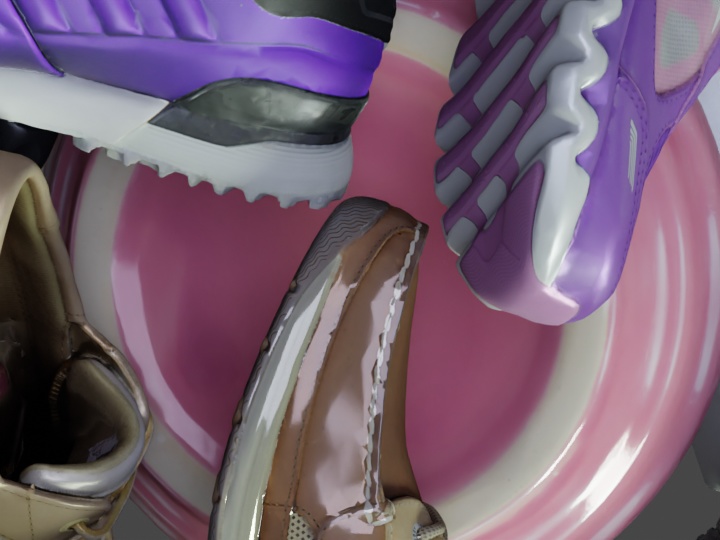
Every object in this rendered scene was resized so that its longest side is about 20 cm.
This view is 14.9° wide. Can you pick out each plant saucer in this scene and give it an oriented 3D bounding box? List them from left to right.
[{"bbox_3d":[0.000,0.000,0.746,0.199,0.051,0.202,3,99,16],"label":"plant saucer"}]

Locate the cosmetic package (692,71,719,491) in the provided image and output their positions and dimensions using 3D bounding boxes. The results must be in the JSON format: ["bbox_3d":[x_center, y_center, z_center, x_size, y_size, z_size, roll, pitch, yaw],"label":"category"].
[{"bbox_3d":[0.127,-0.045,0.787,0.112,0.081,0.201,-16,94,-7],"label":"cosmetic package"}]

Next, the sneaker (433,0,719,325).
[{"bbox_3d":[0.077,-0.075,0.684,0.088,0.080,0.201,22,62,-17],"label":"sneaker"}]

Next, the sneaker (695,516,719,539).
[{"bbox_3d":[0.098,0.127,0.753,0.060,0.199,0.105,14,56,-40],"label":"sneaker"}]

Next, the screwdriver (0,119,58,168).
[{"bbox_3d":[-0.067,-0.071,0.732,0.028,0.029,0.200,50,122,10],"label":"screwdriver"}]

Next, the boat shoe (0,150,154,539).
[{"bbox_3d":[-0.089,0.043,0.711,0.069,0.201,0.074,5,51,19],"label":"boat shoe"}]

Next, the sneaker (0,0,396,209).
[{"bbox_3d":[-0.080,-0.087,0.657,0.199,0.070,0.100,13,113,-24],"label":"sneaker"}]

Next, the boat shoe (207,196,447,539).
[{"bbox_3d":[-0.005,0.081,0.700,0.071,0.076,0.201,13,103,2],"label":"boat shoe"}]
